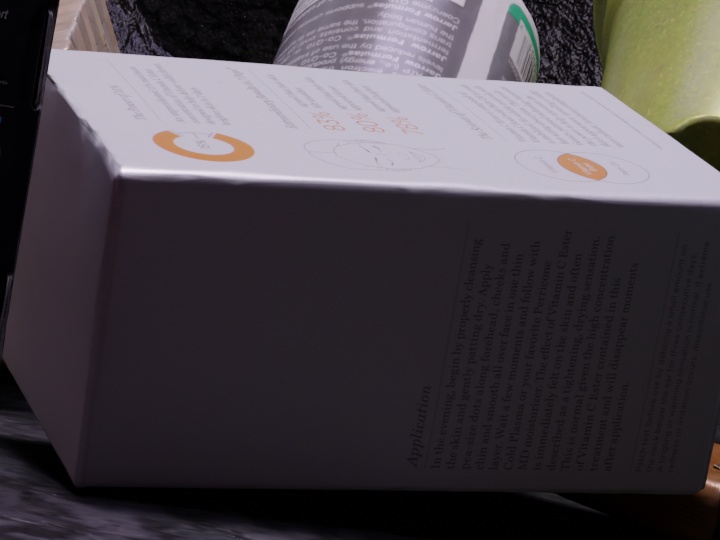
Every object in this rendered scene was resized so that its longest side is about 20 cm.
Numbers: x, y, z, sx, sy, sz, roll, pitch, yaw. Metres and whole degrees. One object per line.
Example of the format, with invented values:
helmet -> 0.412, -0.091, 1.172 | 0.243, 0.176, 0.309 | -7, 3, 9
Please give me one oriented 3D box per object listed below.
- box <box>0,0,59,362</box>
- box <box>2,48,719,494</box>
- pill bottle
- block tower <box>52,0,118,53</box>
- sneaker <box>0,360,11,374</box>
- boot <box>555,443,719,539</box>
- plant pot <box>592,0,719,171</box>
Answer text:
box -> -0.179, -0.034, 0.723 | 0.200, 0.159, 0.046 | 8, 2, -33
box -> 0.000, 0.000, 0.874 | 0.200, 0.098, 0.124 | 3, 19, -21
pill bottle -> 0.004, -0.040, 1.199 | 0.113, 0.113, 0.200 | 10, 42, 9
block tower -> -0.126, -0.053, 1.061 | 0.054, 0.058, 0.200 | -11, 26, 8
sneaker -> -0.097, 0.008, 1.155 | 0.088, 0.075, 0.200 | 16, 5, 1
boot -> 0.073, 0.047, 1.009 | 0.200, 0.069, 0.188 | 12, 2, 26
plant pot -> 0.178, -0.058, 1.266 | 0.200, 0.201, 0.184 | 11, 39, 15
